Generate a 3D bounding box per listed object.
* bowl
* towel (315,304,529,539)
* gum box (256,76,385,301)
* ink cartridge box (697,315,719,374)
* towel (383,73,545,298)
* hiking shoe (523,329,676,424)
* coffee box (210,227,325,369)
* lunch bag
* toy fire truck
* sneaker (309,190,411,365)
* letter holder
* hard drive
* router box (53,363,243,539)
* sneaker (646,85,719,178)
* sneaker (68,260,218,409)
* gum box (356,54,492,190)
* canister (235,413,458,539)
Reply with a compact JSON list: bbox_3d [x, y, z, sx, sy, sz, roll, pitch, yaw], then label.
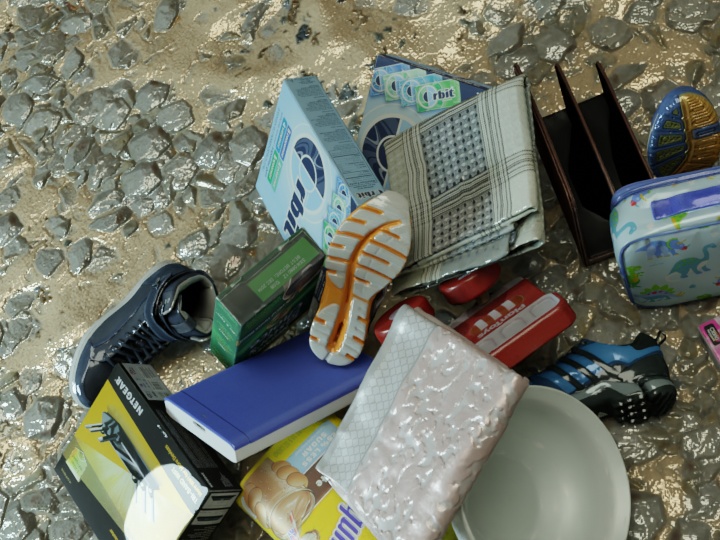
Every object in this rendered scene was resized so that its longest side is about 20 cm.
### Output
[{"bbox_3d":[0.155,0.218,1.271,0.090,0.200,0.202,-30,42,57],"label":"bowl"},{"bbox_3d":[0.051,0.149,1.233,0.191,0.032,0.201,35,98,53],"label":"towel"},{"bbox_3d":[-0.046,-0.087,1.477,0.044,0.170,0.200,-10,52,-27],"label":"gum box"},{"bbox_3d":[0.449,0.057,1.317,0.199,0.037,0.095,-25,58,2],"label":"ink cartridge box"},{"bbox_3d":[0.101,-0.086,1.363,0.192,0.034,0.201,-22,58,33],"label":"towel"},{"bbox_3d":[0.218,0.116,1.348,0.199,0.075,0.087,-6,54,4],"label":"hiking shoe"},{"bbox_3d":[-0.101,0.037,1.406,0.123,0.200,0.044,-40,81,-20],"label":"coffee box"},{"bbox_3d":[0.354,-0.041,1.324,0.199,0.161,0.083,-13,60,13],"label":"lunch bag"},{"bbox_3d":[0.108,0.076,1.326,0.200,0.112,0.168,-34,14,-2],"label":"toy fire truck"},{"bbox_3d":[0.000,0.000,1.368,0.078,0.201,0.077,26,28,1],"label":"sneaker"},{"bbox_3d":[0.246,-0.135,1.421,0.100,0.142,0.201,-21,58,7],"label":"letter holder"},{"bbox_3d":[-0.087,0.126,1.386,0.199,0.025,0.132,-24,32,-33],"label":"hard drive"},{"bbox_3d":[-0.231,0.222,1.405,0.200,0.052,0.158,46,113,33],"label":"router box"},{"bbox_3d":[0.332,-0.129,1.358,0.075,0.200,0.089,-9,53,12],"label":"sneaker"},{"bbox_3d":[-0.240,0.077,1.481,0.203,0.077,0.146,-55,29,-13],"label":"sneaker"},{"bbox_3d":[0.074,-0.121,1.468,0.169,0.044,0.201,23,108,28],"label":"gum box"},{"bbox_3d":[-0.014,0.248,1.340,0.200,0.087,0.149,36,76,32],"label":"canister"}]
